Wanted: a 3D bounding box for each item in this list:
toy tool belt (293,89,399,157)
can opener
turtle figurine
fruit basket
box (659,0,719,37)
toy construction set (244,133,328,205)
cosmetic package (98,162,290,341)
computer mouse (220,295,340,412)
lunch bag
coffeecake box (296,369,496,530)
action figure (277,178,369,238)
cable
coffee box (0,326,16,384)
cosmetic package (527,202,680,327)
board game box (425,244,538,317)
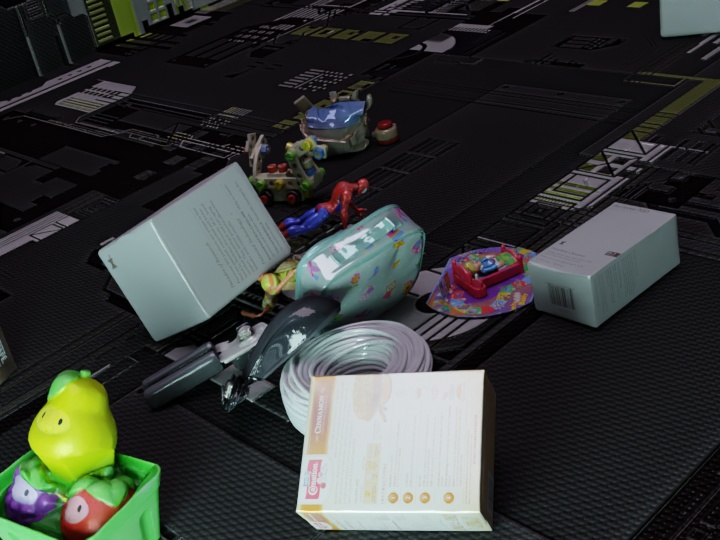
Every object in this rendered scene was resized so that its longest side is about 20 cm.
[{"bbox_3d":[-0.029,-0.305,2.101,0.197,0.124,0.125,-8,28,10],"label":"toy tool belt"},{"bbox_3d":[-0.205,0.133,1.440,0.198,0.067,0.053,-27,27,-6],"label":"can opener"},{"bbox_3d":[-0.092,0.012,1.558,0.160,0.065,0.200,-11,-17,-35],"label":"turtle figurine"},{"bbox_3d":[-0.326,0.225,1.160,0.213,0.218,0.155,7,33,34],"label":"fruit basket"},{"bbox_3d":[0.760,-0.640,2.290,0.196,0.202,0.172,0,32,21],"label":"box"},{"bbox_3d":[-0.146,-0.193,1.933,0.198,0.133,0.092,12,35,39],"label":"toy construction set"},{"bbox_3d":[-0.250,-0.028,1.583,0.166,0.168,0.200,-22,14,46],"label":"cosmetic package"},{"bbox_3d":[-0.112,0.094,1.347,0.200,0.053,0.138,-41,2,-4],"label":"computer mouse"},{"bbox_3d":[0.000,0.000,1.464,0.199,0.162,0.077,-32,57,-26],"label":"lunch bag"},{"bbox_3d":[0.041,0.194,1.119,0.197,0.073,0.156,-4,61,17],"label":"coffeecake box"},{"bbox_3d":[-0.057,-0.077,1.766,0.199,0.099,0.065,-36,30,5],"label":"action figure"},{"bbox_3d":[-0.003,0.139,1.319,0.199,0.070,0.199,-30,30,-30],"label":"cable"},{"bbox_3d":[-0.601,0.152,1.514,0.079,0.114,0.201,-2,30,21],"label":"coffee box"},{"bbox_3d":[0.337,-0.012,1.434,0.199,0.082,0.112,-34,32,-32],"label":"cosmetic package"},{"bbox_3d":[0.184,-0.001,1.525,0.156,0.039,0.201,-1,31,23],"label":"board game box"}]
